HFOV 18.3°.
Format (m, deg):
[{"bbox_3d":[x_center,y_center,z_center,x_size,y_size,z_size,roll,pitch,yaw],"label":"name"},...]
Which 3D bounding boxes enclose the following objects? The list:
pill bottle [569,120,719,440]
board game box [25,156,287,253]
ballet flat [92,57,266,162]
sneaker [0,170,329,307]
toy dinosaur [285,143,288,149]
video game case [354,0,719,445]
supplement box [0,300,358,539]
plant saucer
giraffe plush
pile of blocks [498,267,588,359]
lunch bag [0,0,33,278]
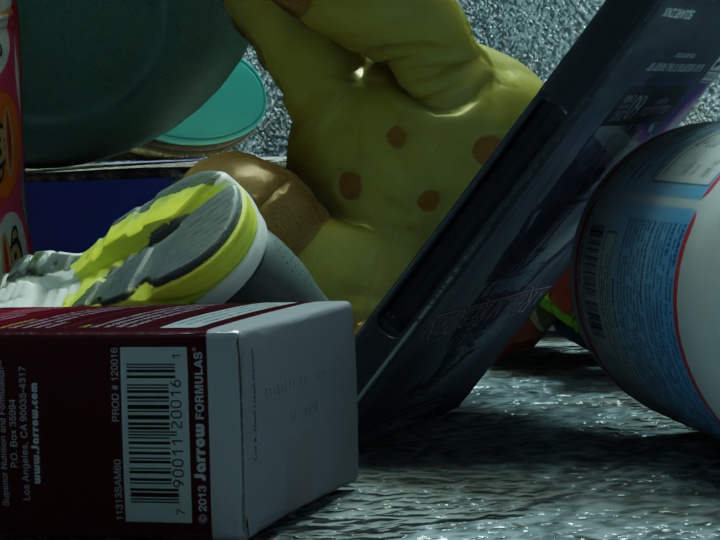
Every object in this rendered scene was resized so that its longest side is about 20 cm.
[{"bbox_3d":[0.140,0.007,0.699,0.108,0.109,0.200,-3,4,-9],"label":"pill bottle"},{"bbox_3d":[-0.105,-0.003,1.091,0.159,0.097,0.200,-1,4,24],"label":"board game box"},{"bbox_3d":[-0.134,-0.083,1.104,0.065,0.071,0.199,-18,-11,41],"label":"ballet flat"},{"bbox_3d":[-0.085,0.036,0.798,0.200,0.085,0.075,-22,32,48],"label":"sneaker"},{"bbox_3d":[0.000,0.000,1.060,0.077,0.103,0.200,9,-8,17],"label":"toy dinosaur"},{"bbox_3d":[0.062,-0.022,0.781,0.019,0.200,0.143,41,18,15],"label":"video game case"},{"bbox_3d":[-0.111,0.043,0.679,0.199,0.061,0.109,0,4,17],"label":"supplement box"},{"bbox_3d":[-0.136,-0.116,0.956,0.200,0.202,0.039,-3,39,-9],"label":"plant saucer"},{"bbox_3d":[-0.007,-0.031,0.903,0.200,0.162,0.173,36,-7,7],"label":"giraffe plush"},{"bbox_3d":[0.092,0.018,1.014,0.062,0.082,0.200,-48,0,-14],"label":"pile of blocks"},{"bbox_3d":[-0.226,-0.038,0.908,0.175,0.201,0.082,-2,11,13],"label":"lunch bag"}]
